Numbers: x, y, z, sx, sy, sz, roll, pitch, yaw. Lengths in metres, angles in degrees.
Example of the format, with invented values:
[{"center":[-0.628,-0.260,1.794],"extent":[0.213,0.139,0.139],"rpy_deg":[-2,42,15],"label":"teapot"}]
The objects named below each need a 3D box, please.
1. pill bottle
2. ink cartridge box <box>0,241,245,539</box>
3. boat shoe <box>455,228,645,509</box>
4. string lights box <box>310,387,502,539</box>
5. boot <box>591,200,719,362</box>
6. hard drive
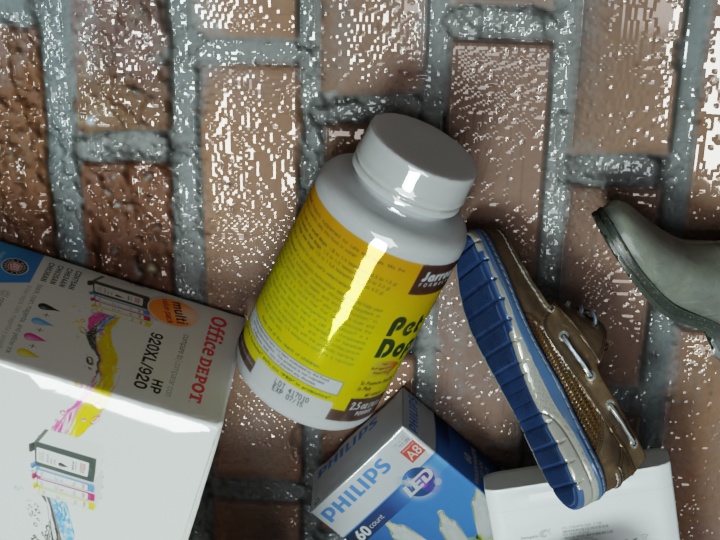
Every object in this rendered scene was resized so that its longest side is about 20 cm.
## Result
[{"center":[0.000,0.000,1.007],"extent":[0.108,0.110,0.201],"rpy_deg":[23,117,-8],"label":"pill bottle"},{"center":[-0.196,0.097,1.049],"extent":[0.198,0.148,0.146],"rpy_deg":[17,117,-6],"label":"ink cartridge box"},{"center":[0.130,0.058,1.036],"extent":[0.072,0.072,0.202],"rpy_deg":[-23,88,-19],"label":"boat shoe"},{"center":[0.069,0.192,1.129],"extent":[0.200,0.059,0.103],"rpy_deg":[40,110,-16],"label":"string lights box"},{"center":[0.258,-0.015,1.015],"extent":[0.199,0.068,0.131],"rpy_deg":[38,109,-23],"label":"boot"},{"center":[0.169,0.227,1.096],"extent":[0.130,0.027,0.202],"rpy_deg":[-9,115,6],"label":"hard drive"}]
